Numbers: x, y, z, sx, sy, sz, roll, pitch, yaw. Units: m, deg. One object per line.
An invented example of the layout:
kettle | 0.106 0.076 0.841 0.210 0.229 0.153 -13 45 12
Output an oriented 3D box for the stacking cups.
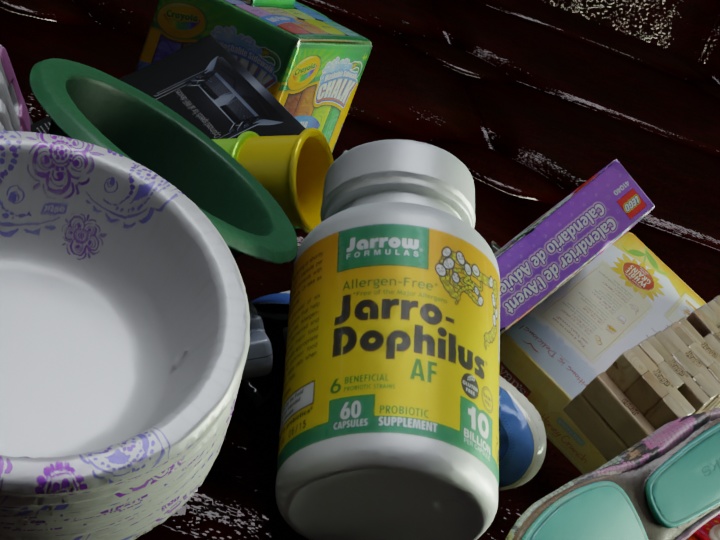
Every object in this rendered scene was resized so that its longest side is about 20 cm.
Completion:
stacking cups | -0.114 -0.051 1.166 0.199 0.061 0.060 1 7 25

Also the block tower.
block tower | 0.207 0.061 1.243 0.058 0.054 0.200 49 38 12

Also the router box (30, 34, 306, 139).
router box | -0.124 -0.066 1.291 0.156 0.052 0.200 -27 34 -10

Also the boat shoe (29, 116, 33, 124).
boat shoe | -0.309 -0.124 1.360 0.199 0.072 0.065 15 12 -42

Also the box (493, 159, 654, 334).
box | 0.095 0.004 1.232 0.039 0.137 0.200 51 -9 2

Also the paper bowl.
paper bowl | -0.154 0.042 0.899 0.199 0.105 0.202 9 46 -9

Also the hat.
hat | -0.149 0.003 1.059 0.165 0.176 0.200 32 13 -20

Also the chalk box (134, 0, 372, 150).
chalk box | -0.081 -0.142 1.472 0.123 0.201 0.124 29 18 23

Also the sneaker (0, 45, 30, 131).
sneaker | -0.256 -0.060 1.231 0.088 0.081 0.201 -11 36 3

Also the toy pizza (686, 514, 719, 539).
toy pizza | 0.255 0.175 1.134 0.199 0.032 0.200 21 18 -7

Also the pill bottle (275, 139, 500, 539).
pill bottle | 0.017 0.037 1.038 0.112 0.113 0.201 16 54 -18

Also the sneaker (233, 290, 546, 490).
sneaker | 0.001 0.072 1.129 0.199 0.077 0.111 30 17 23

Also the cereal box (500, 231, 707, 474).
cereal box | 0.175 0.064 1.291 0.144 0.040 0.200 45 37 9

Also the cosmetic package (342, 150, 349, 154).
cosmetic package | 0.000 0.000 1.311 0.071 0.102 0.200 20 16 -4

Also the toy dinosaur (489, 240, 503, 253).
toy dinosaur | 0.105 0.027 1.397 0.077 0.103 0.199 40 30 22

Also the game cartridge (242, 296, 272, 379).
game cartridge | -0.132 0.023 1.092 0.132 0.041 0.200 -6 19 -13

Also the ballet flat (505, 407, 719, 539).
ballet flat | 0.140 0.134 1.098 0.199 0.070 0.071 -28 4 -34
